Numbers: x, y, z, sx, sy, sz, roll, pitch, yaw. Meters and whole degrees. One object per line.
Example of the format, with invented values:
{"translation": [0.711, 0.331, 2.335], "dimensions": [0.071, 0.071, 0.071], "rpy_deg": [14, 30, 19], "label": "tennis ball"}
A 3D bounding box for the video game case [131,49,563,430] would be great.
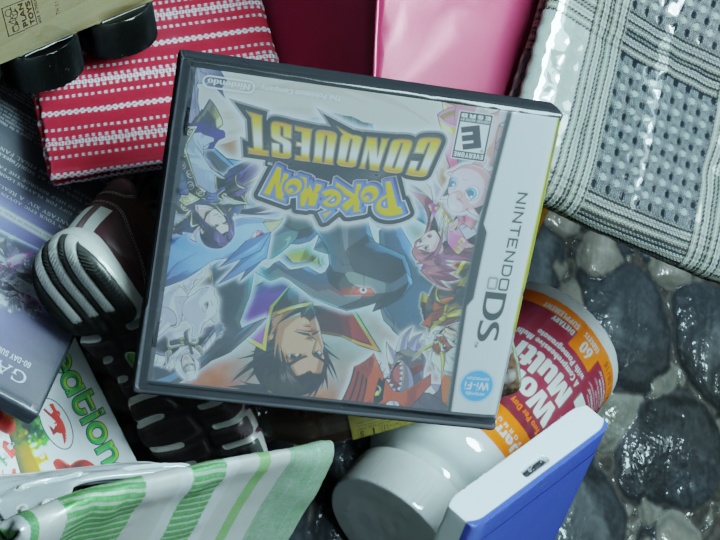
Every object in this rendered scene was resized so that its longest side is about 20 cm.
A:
{"translation": [-0.008, -0.012, 0.865], "dimensions": [0.200, 0.026, 0.181], "rpy_deg": [7, 108, -12], "label": "video game case"}

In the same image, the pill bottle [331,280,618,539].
{"translation": [0.076, 0.105, 1.083], "dimensions": [0.110, 0.110, 0.200], "rpy_deg": [53, 54, -12], "label": "pill bottle"}

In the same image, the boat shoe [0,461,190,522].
{"translation": [-0.161, 0.138, 0.870], "dimensions": [0.200, 0.068, 0.072], "rpy_deg": [0, 76, -38], "label": "boat shoe"}

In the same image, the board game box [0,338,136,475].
{"translation": [-0.195, 0.104, 0.923], "dimensions": [0.126, 0.035, 0.200], "rpy_deg": [-29, 94, -41], "label": "board game box"}

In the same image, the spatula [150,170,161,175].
{"translation": [-0.188, -0.059, 0.989], "dimensions": [0.200, 0.021, 0.057], "rpy_deg": [-28, 87, -39], "label": "spatula"}

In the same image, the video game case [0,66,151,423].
{"translation": [-0.209, -0.029, 0.931], "dimensions": [0.143, 0.019, 0.200], "rpy_deg": [31, 52, -15], "label": "video game case"}

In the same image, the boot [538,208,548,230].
{"translation": [0.130, -0.079, 1.165], "dimensions": [0.071, 0.144, 0.202], "rpy_deg": [21, 64, -30], "label": "boot"}

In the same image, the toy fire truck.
{"translation": [-0.236, -0.191, 0.943], "dimensions": [0.176, 0.200, 0.129], "rpy_deg": [-29, 130, -25], "label": "toy fire truck"}

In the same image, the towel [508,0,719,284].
{"translation": [0.176, -0.110, 0.936], "dimensions": [0.192, 0.035, 0.200], "rpy_deg": [22, 79, -25], "label": "towel"}

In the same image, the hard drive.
{"translation": [0.077, 0.183, 1.017], "dimensions": [0.025, 0.200, 0.132], "rpy_deg": [39, 45, 24], "label": "hard drive"}

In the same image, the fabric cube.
{"translation": [0.052, -0.171, 1.003], "dimensions": [0.200, 0.199, 0.197], "rpy_deg": [6, 86, -27], "label": "fabric cube"}

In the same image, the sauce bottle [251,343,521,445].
{"translation": [-0.005, 0.070, 1.007], "dimensions": [0.200, 0.065, 0.065], "rpy_deg": [-13, 83, -4], "label": "sauce bottle"}

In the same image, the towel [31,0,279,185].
{"translation": [-0.126, -0.138, 0.980], "dimensions": [0.144, 0.023, 0.200], "rpy_deg": [-10, 56, -8], "label": "towel"}

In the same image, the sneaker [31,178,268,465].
{"translation": [-0.096, 0.030, 0.948], "dimensions": [0.200, 0.076, 0.116], "rpy_deg": [59, 35, -28], "label": "sneaker"}

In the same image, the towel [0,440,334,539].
{"translation": [-0.117, 0.159, 0.863], "dimensions": [0.200, 0.153, 0.023], "rpy_deg": [-5, 45, -43], "label": "towel"}
